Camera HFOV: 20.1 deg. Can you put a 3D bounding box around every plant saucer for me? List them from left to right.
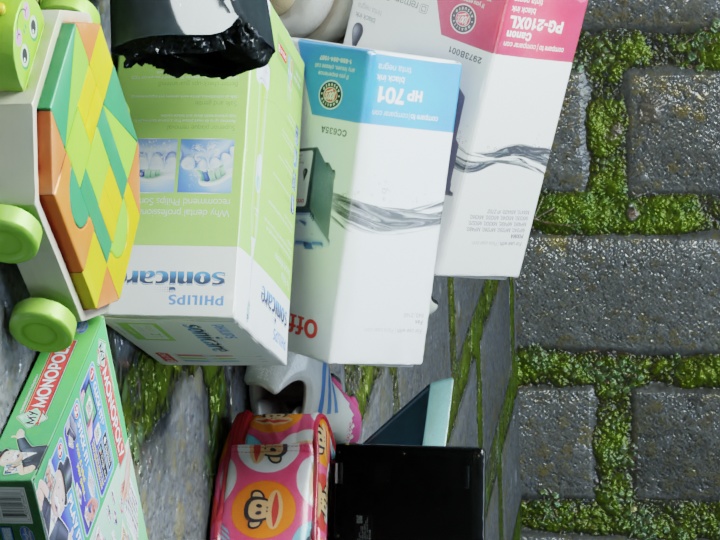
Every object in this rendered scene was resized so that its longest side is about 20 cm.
[{"bbox_3d":[0.021,0.146,1.547,0.200,0.019,0.070,134,-31,-57],"label":"plant saucer"}]

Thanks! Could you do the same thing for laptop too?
[{"bbox_3d":[0.036,0.218,1.449,0.116,0.199,0.188,6,84,-51],"label":"laptop"}]

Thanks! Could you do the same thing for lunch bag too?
[{"bbox_3d":[-0.054,0.214,1.446,0.176,0.081,0.201,75,18,-59],"label":"lunch bag"}]

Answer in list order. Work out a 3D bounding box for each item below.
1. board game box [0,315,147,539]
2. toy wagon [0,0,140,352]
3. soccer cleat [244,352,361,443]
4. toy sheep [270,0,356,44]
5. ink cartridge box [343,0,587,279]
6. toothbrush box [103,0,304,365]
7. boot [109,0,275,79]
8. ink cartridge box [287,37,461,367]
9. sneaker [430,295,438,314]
[{"bbox_3d":[-0.147,0.143,1.061,0.135,0.029,0.201,-77,164,-55],"label":"board game box"},{"bbox_3d":[-0.152,-0.064,0.995,0.200,0.039,0.156,79,15,-50],"label":"toy wagon"},{"bbox_3d":[-0.051,0.103,1.541,0.200,0.070,0.087,71,36,-54],"label":"soccer cleat"},{"bbox_3d":[-0.018,-0.218,1.457,0.199,0.138,0.139,-1,92,-42],"label":"toy sheep"},{"bbox_3d":[0.055,-0.109,1.380,0.084,0.145,0.201,0,109,-43],"label":"ink cartridge box"},{"bbox_3d":[-0.091,-0.054,1.210,0.146,0.086,0.201,53,38,-74],"label":"toothbrush box"},{"bbox_3d":[-0.077,-0.190,1.124,0.200,0.076,0.169,-9,87,-55],"label":"boot"},{"bbox_3d":[-0.020,-0.048,1.335,0.086,0.146,0.201,4,97,-40],"label":"ink cartridge box"},{"bbox_3d":[0.000,0.000,1.559,0.076,0.087,0.200,66,-6,-34],"label":"sneaker"}]
